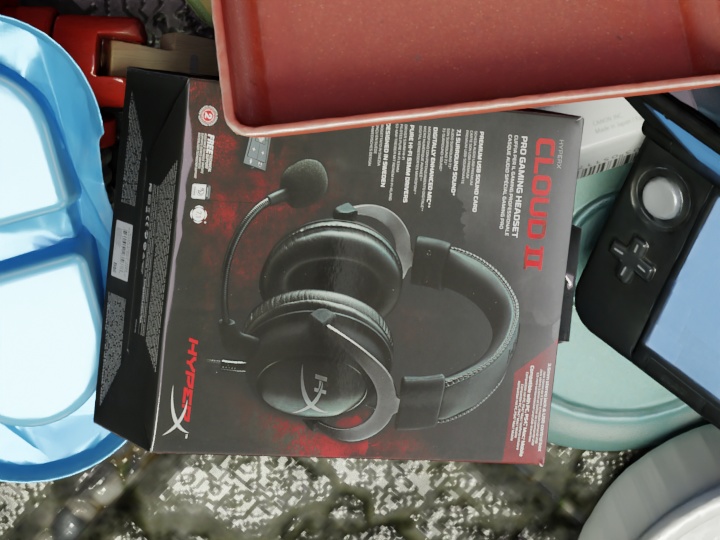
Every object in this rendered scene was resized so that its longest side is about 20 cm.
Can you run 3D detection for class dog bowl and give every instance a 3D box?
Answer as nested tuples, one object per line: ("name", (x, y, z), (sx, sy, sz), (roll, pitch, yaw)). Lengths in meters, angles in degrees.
("dog bowl", (-0.151, -0.012, 1.059), (0.111, 0.050, 0.201), (-15, 104, -4))

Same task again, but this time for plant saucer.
("plant saucer", (0.037, -0.138, 0.998), (0.199, 0.037, 0.200), (-6, 61, -3))
("plant saucer", (0.124, -0.008, 1.201), (0.199, 0.027, 0.201), (-1, 104, -6))

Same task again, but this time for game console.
("game console", (0.167, 0.020, 1.044), (0.200, 0.116, 0.176), (38, 127, 22))

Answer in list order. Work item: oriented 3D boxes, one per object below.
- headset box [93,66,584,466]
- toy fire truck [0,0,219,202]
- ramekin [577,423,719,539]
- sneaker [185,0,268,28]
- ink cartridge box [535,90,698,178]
("headset box", (0.000, 0.000, 1.046), (0.199, 0.077, 0.150), (5, 96, -25))
("toy fire truck", (-0.125, -0.044, 1.133), (0.199, 0.129, 0.177), (1, 103, 4))
("ramekin", (0.191, 0.167, 1.198), (0.199, 0.098, 0.201), (-2, 112, -6))
("sneaker", (-0.096, -0.152, 1.083), (0.090, 0.201, 0.067), (-43, 143, 22))
("ink cartridge box", (0.047, -0.131, 1.151), (0.162, 0.057, 0.201), (-17, 74, -2))
